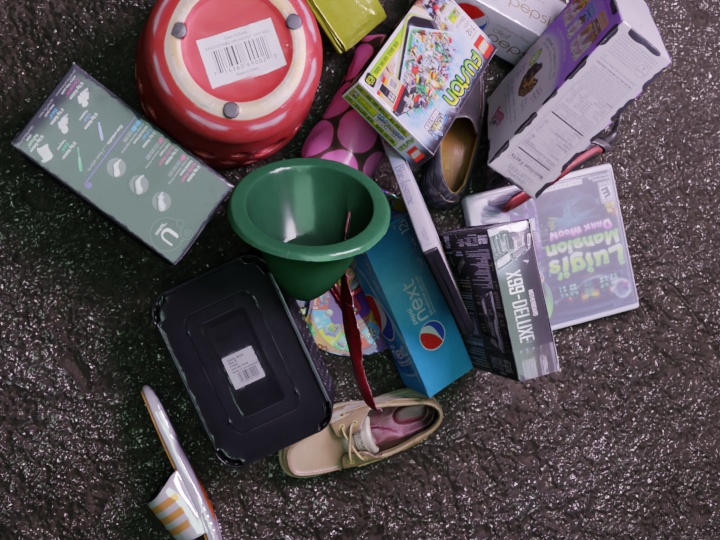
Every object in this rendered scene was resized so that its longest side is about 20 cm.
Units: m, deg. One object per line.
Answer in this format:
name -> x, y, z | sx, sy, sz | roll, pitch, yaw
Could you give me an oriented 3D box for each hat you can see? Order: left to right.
hat -> -0.055, 0.009, 0.961 | 0.163, 0.201, 0.178 | 2, 128, -3

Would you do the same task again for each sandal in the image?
sandal -> -0.210, 0.229, 1.008 | 0.059, 0.079, 0.209 | -25, 87, -10

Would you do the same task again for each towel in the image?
towel -> -0.046, -0.344, 1.005 | 0.086, 0.018, 0.201 | -44, 112, -26

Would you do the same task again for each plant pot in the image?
plant pot -> -0.137, -0.217, 0.966 | 0.198, 0.182, 0.203 | 0, 88, -12

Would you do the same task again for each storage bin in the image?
storage bin -> -0.122, 0.091, 0.999 | 0.134, 0.094, 0.202 | -24, 95, 3

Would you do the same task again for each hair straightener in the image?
hair straightener -> 0.231, -0.148, 1.109 | 0.199, 0.041, 0.077 | -31, 76, -13

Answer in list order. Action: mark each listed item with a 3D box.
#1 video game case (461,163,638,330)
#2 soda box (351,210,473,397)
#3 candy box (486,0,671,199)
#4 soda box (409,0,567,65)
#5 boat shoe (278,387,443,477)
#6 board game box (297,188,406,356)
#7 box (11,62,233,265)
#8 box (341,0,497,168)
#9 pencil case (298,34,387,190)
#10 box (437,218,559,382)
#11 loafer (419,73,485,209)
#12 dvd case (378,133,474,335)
video game case -> 0.234, -0.021, 1.130 | 0.197, 0.023, 0.184 | -13, 94, -13
soda box -> 0.052, 0.036, 1.038 | 0.067, 0.064, 0.202 | -30, 108, -19
candy box -> 0.223, -0.202, 0.991 | 0.071, 0.169, 0.200 | 32, 123, -15
soda box -> 0.162, -0.304, 1.082 | 0.198, 0.068, 0.064 | 25, 65, -12
boat shoe -> 0.002, 0.185, 1.056 | 0.198, 0.066, 0.075 | -22, 95, -12
board game box -> 0.000, 0.000, 1.067 | 0.156, 0.039, 0.203 | 12, 88, -13
box -> -0.246, -0.104, 0.969 | 0.199, 0.122, 0.107 | 37, 82, -10
box -> 0.068, -0.215, 0.991 | 0.110, 0.035, 0.201 | 42, 52, -14
pencil case -> -0.009, -0.167, 1.042 | 0.090, 0.093, 0.202 | 36, 78, -36
box -> 0.142, 0.030, 1.018 | 0.049, 0.200, 0.160 | -13, 93, -13
loafer -> 0.117, -0.173, 1.077 | 0.072, 0.072, 0.203 | 5, 89, -12
dvd case -> 0.069, -0.045, 0.984 | 0.017, 0.201, 0.143 | -23, 137, 7
